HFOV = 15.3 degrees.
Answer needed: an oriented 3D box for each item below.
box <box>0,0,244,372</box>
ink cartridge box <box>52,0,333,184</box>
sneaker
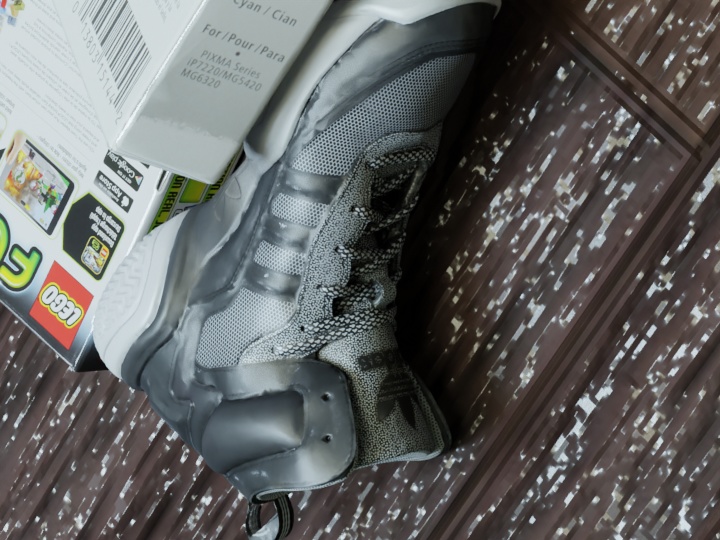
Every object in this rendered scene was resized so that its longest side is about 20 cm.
[{"bbox_3d":[-0.132,-0.066,0.968,0.200,0.035,0.111,40,114,29],"label":"box"},{"bbox_3d":[-0.045,-0.156,0.844,0.177,0.044,0.200,-56,36,25],"label":"ink cartridge box"},{"bbox_3d":[0.000,0.000,0.850,0.200,0.075,0.114,-49,65,34],"label":"sneaker"}]
